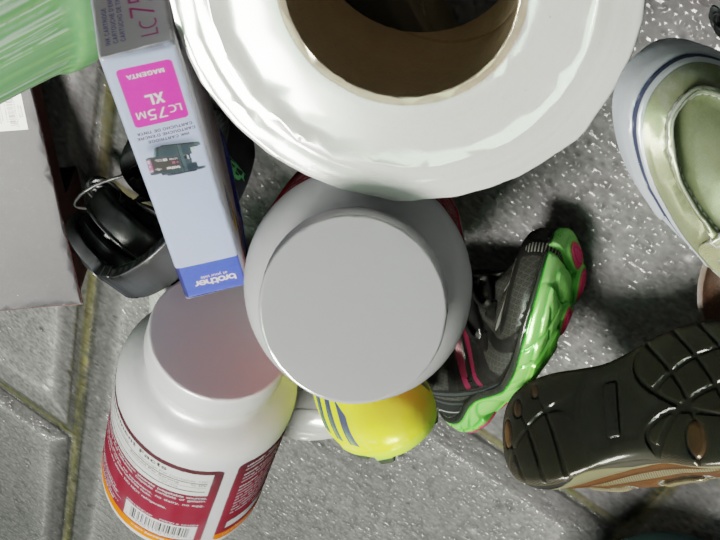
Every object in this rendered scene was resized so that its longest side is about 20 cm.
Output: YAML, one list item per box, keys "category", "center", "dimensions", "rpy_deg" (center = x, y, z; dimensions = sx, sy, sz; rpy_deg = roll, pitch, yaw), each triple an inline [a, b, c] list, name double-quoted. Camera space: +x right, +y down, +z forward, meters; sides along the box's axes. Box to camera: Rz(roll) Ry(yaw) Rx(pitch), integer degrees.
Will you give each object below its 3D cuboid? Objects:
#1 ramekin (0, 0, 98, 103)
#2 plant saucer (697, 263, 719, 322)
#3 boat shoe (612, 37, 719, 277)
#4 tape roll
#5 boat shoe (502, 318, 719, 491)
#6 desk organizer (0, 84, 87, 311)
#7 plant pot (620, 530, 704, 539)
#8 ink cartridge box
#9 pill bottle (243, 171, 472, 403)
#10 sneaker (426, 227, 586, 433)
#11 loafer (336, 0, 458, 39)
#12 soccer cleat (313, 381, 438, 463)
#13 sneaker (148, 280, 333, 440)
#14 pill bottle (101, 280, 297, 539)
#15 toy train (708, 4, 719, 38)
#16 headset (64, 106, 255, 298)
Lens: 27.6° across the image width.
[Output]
- category: "ramekin"
  center: [-0.239, -0.180, 0.818]
  dimensions: [0.200, 0.097, 0.201]
  rpy_deg: [41, 154, 26]
- category: "plant saucer"
  center: [0.260, 0.030, 0.701]
  dimensions: [0.199, 0.035, 0.201]
  rpy_deg: [26, 147, 19]
- category: "boat shoe"
  center: [0.180, -0.016, 0.616]
  dimensions: [0.200, 0.072, 0.062]
  rpy_deg: [45, -175, -25]
- category: "tape roll"
  center: [0.021, -0.134, 0.618]
  dimensions: [0.200, 0.071, 0.205]
  rpy_deg: [5, 124, 7]
- category: "boat shoe"
  center: [0.168, 0.075, 0.763]
  dimensions: [0.199, 0.077, 0.073]
  rpy_deg: [-14, 155, 41]
- category: "desk organizer"
  center: [-0.239, -0.079, 1.009]
  dimensions: [0.071, 0.077, 0.202]
  rpy_deg: [-5, 120, 3]
- category: "plant pot"
  center: [0.194, 0.250, 0.944]
  dimensions: [0.198, 0.135, 0.201]
  rpy_deg: [26, 146, 19]
- category: "ink cartridge box"
  center: [-0.092, -0.075, 0.722]
  dimensions: [0.041, 0.120, 0.201]
  rpy_deg: [-15, 141, 0]
- category: "pill bottle"
  center: [0.000, 0.000, 0.738]
  dimensions: [0.112, 0.112, 0.200]
  rpy_deg: [40, -171, -5]
- category: "sneaker"
  center: [0.068, 0.033, 0.854]
  dimensions: [0.083, 0.077, 0.200]
  rpy_deg: [33, 146, 0]
- category: "loafer"
  center: [-0.005, -0.141, 0.702]
  dimensions: [0.075, 0.068, 0.201]
  rpy_deg: [-21, 115, 18]
- category: "soccer cleat"
  center: [-0.015, 0.045, 0.887]
  dimensions: [0.084, 0.064, 0.200]
  rpy_deg: [60, 176, -31]
- category: "sneaker"
  center: [-0.070, 0.048, 1.005]
  dimensions: [0.198, 0.075, 0.100]
  rpy_deg: [26, 147, 18]
- category: "pill bottle"
  center: [-0.101, 0.088, 0.922]
  dimensions: [0.112, 0.113, 0.201]
  rpy_deg: [33, 146, 6]
- category: "toy train"
  center: [0.176, -0.058, 0.556]
  dimensions: [0.201, 0.034, 0.046]
  rpy_deg: [61, 166, -11]
- category: "headset"
  center: [-0.124, -0.038, 0.925]
  dimensions: [0.094, 0.124, 0.199]
  rpy_deg: [38, 167, -30]
